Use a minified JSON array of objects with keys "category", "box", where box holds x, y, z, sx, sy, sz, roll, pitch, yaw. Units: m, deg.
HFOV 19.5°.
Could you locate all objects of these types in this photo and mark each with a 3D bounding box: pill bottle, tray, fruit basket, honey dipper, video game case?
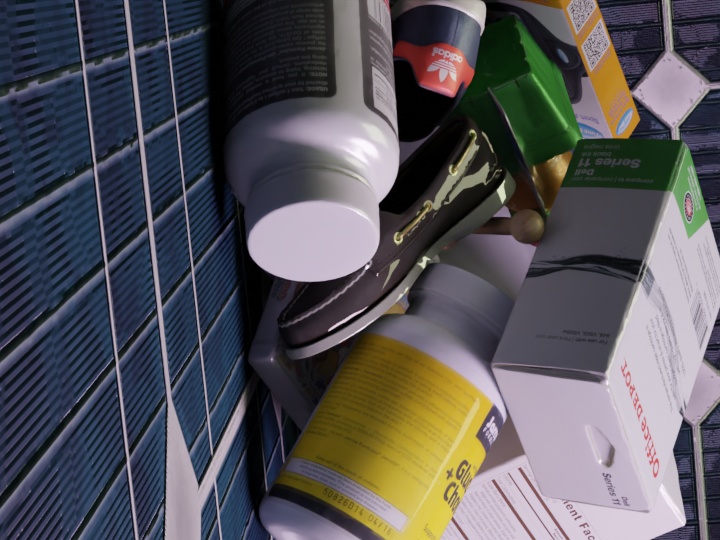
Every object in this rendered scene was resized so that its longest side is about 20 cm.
[{"category":"pill bottle","box":[-0.032,-0.098,1.304,0.111,0.109,0.202,80,6,-54]},{"category":"tray","box":[0.079,-0.044,1.607,0.022,0.107,0.202,165,-100,-89]},{"category":"pill bottle","box":[0.027,0.100,1.335,0.201,0.111,0.112,-59,165,-17]},{"category":"fruit basket","box":[0.117,-0.069,1.497,0.186,0.093,0.201,-97,169,-60]},{"category":"honey dipper","box":[0.076,-0.033,1.424,0.200,0.038,0.038,-179,-97,-69]},{"category":"video game case","box":[-0.001,0.044,1.438,0.200,0.023,0.183,55,42,-43]}]

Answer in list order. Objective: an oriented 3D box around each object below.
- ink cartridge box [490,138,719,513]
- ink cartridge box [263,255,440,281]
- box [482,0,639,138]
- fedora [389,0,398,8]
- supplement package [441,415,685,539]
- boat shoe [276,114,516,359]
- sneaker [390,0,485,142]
[{"category":"ink cartridge box","box":[0.167,0.035,1.370,0.201,0.082,0.147,-65,147,-35]},{"category":"ink cartridge box","box":[0.000,0.000,1.507,0.200,0.042,0.120,52,50,-43]},{"category":"box","box":[0.134,-0.162,1.563,0.042,0.118,0.201,-53,140,-24]},{"category":"fedora","box":[-0.008,-0.164,1.636,0.082,0.199,0.202,-48,144,-38]},{"category":"supplement package","box":[0.118,0.145,1.518,0.120,0.199,0.122,54,19,-29]},{"category":"boat shoe","box":[0.014,-0.022,1.346,0.071,0.201,0.061,3,-50,57]},{"category":"sneaker","box":[0.022,-0.118,1.421,0.200,0.074,0.085,133,-29,-65]}]
